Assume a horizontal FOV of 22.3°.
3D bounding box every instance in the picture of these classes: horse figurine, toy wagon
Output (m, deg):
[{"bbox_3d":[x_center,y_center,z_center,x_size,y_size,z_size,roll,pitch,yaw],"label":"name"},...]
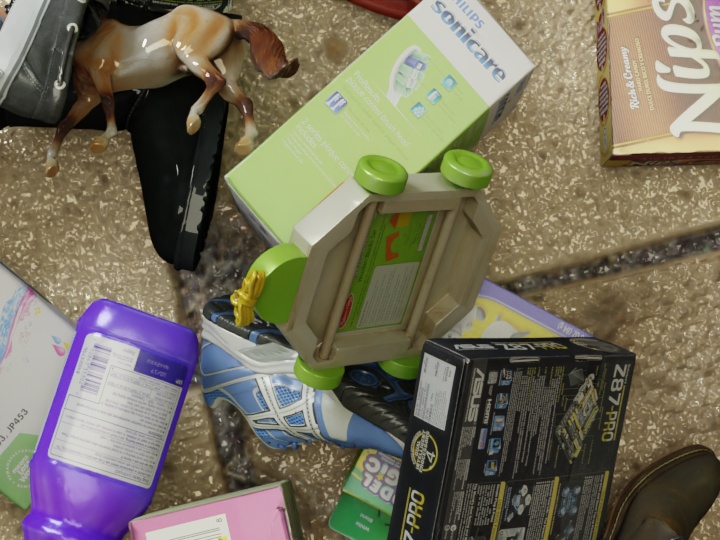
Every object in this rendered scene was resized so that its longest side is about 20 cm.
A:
[{"bbox_3d":[-0.133,-0.130,1.191,0.198,0.050,0.134,-8,54,7],"label":"horse figurine"},{"bbox_3d":[0.000,0.000,1.132,0.198,0.040,0.156,-5,125,-37],"label":"toy wagon"}]

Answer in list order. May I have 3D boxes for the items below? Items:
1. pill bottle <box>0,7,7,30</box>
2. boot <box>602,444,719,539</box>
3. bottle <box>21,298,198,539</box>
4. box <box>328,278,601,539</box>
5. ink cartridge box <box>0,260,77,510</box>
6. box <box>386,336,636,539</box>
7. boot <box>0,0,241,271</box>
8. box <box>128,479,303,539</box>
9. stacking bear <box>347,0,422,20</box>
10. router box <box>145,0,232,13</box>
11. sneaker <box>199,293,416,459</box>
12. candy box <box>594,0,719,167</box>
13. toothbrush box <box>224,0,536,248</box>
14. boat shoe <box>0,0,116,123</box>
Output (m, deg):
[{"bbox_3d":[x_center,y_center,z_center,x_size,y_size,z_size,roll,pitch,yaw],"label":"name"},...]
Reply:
[{"bbox_3d":[-0.316,-0.113,1.198,0.199,0.106,0.107,-23,85,24],"label":"pill bottle"},{"bbox_3d":[0.201,0.195,1.191,0.200,0.096,0.075,-43,126,-28],"label":"boot"},{"bbox_3d":[-0.168,0.123,1.166,0.083,0.065,0.202,19,82,-12],"label":"bottle"},{"bbox_3d":[0.068,0.111,1.249,0.117,0.048,0.201,27,86,2],"label":"box"},{"bbox_3d":[-0.264,0.049,1.207,0.200,0.067,0.117,42,85,-18],"label":"ink cartridge box"},{"bbox_3d":[0.094,0.144,1.176,0.160,0.049,0.202,1,104,-38],"label":"box"},{"bbox_3d":[-0.172,-0.106,1.252,0.161,0.073,0.200,8,77,-2],"label":"boot"},{"bbox_3d":[-0.074,0.230,1.157,0.096,0.200,0.178,-13,85,-1],"label":"box"},{"bbox_3d":[0.028,-0.293,1.258,0.113,0.122,0.201,18,74,26],"label":"stacking bear"},{"bbox_3d":[-0.111,-0.294,1.208,0.061,0.150,0.202,-1,70,-10],"label":"router box"},{"bbox_3d":[-0.024,0.086,1.220,0.199,0.075,0.078,26,114,27],"label":"sneaker"},{"bbox_3d":[0.223,-0.175,1.273,0.115,0.056,0.202,-1,83,-1],"label":"candy box"},{"bbox_3d":[0.012,-0.086,1.217,0.200,0.146,0.086,-41,86,-3],"label":"toothbrush box"},{"bbox_3d":[-0.189,-0.168,1.165,0.056,0.069,0.201,27,48,-12],"label":"boat shoe"}]
